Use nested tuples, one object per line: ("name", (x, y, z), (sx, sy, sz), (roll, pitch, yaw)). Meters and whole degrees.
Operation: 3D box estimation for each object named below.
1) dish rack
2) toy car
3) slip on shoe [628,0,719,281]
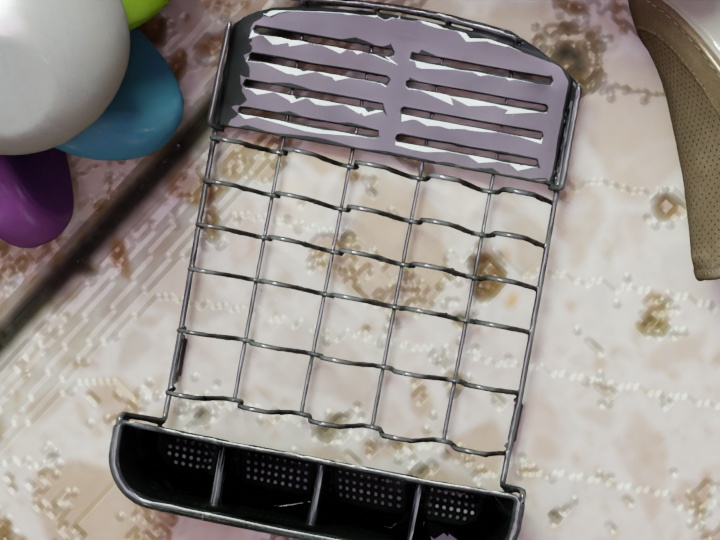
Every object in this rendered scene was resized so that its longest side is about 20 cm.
("dish rack", (0.000, 0.000, 1.103), (0.153, 0.055, 0.200), (10, 90, 7))
("toy car", (-0.153, -0.072, 1.086), (0.200, 0.175, 0.150), (-13, 122, 7))
("slip on shoe", (0.145, -0.018, 1.077), (0.061, 0.076, 0.200), (-32, 93, -1))
